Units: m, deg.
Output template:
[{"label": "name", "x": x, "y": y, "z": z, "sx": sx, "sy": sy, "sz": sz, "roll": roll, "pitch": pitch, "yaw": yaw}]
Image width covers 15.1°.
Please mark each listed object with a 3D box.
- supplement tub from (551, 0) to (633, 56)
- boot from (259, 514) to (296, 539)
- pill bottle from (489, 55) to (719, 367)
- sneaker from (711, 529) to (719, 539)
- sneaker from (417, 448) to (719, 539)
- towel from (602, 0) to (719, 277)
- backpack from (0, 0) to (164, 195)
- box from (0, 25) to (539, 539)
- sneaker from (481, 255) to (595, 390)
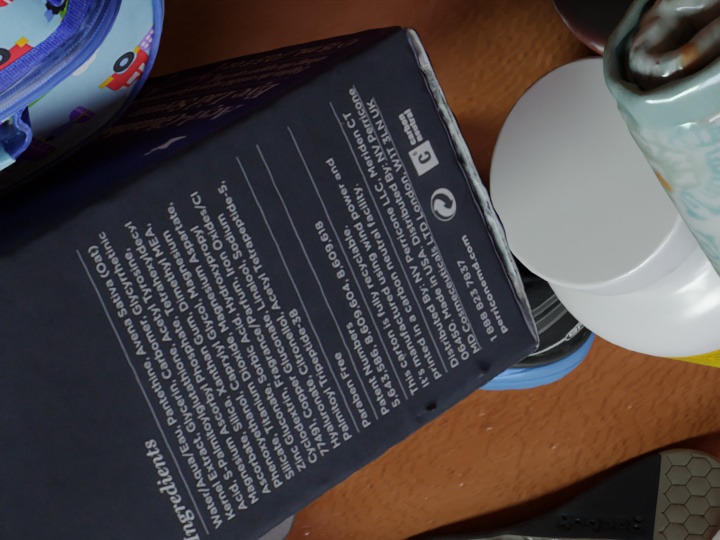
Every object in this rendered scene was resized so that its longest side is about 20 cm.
[{"label": "supplement tub", "x": 0.159, "y": -0.106, "z": 0.853, "sx": 0.199, "sy": 0.107, "sz": 0.107, "roll": 5, "pitch": 136, "yaw": -35}, {"label": "boot", "x": -0.122, "y": 0.055, "z": 0.929, "sx": 0.199, "sy": 0.076, "sz": 0.074, "roll": 8, "pitch": 121, "yaw": -10}, {"label": "pill bottle", "x": 0.125, "y": -0.019, "z": 0.922, "sx": 0.104, "sy": 0.105, "sz": 0.200, "roll": -41, "pitch": 154, "yaw": 22}, {"label": "sneaker", "x": 0.145, "y": 0.178, "z": 1.132, "sx": 0.073, "sy": 0.071, "sz": 0.201, "roll": 21, "pitch": 107, "yaw": -43}, {"label": "sneaker", "x": 0.074, "y": 0.170, "z": 1.191, "sx": 0.201, "sy": 0.077, "sz": 0.147, "roll": -19, "pitch": 143, "yaw": -11}, {"label": "towel", "x": 0.177, "y": -0.069, "z": 0.786, "sx": 0.200, "sy": 0.048, "sz": 0.171, "roll": -38, "pitch": 137, "yaw": 2}, {"label": "backpack", "x": -0.135, "y": -0.074, "z": 0.692, "sx": 0.182, "sy": 0.135, "sz": 0.200, "roll": -30, "pitch": 148, "yaw": 9}, {"label": "box", "x": -0.076, "y": 0.024, "z": 0.769, "sx": 0.200, "sy": 0.105, "sz": 0.148, "roll": -32, "pitch": -165, "yaw": -33}, {"label": "sneaker", "x": 0.000, "y": 0.000, "z": 0.941, "sx": 0.198, "sy": 0.071, "sz": 0.083, "roll": -4, "pitch": 127, "yaw": -29}]
